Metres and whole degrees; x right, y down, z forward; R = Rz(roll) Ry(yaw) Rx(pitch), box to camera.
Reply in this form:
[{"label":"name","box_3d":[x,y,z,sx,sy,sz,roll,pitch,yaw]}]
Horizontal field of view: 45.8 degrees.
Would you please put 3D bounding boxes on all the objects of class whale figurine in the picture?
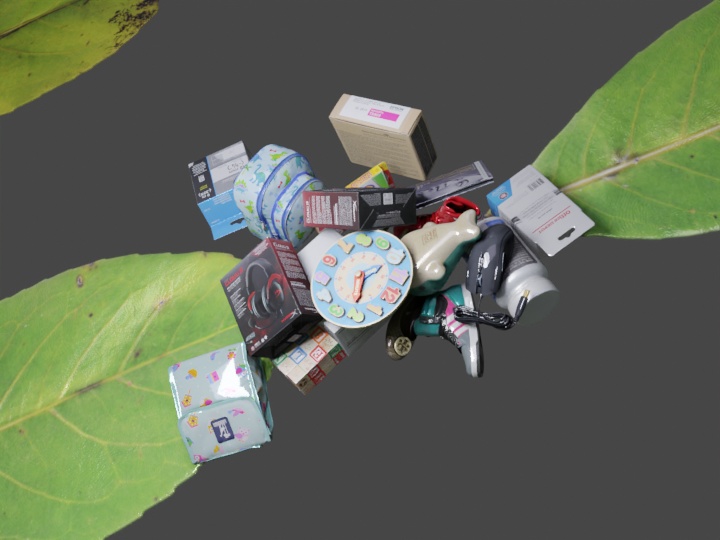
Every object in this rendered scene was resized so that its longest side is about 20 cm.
[{"label":"whale figurine","box_3d":[0.151,-0.029,1.606,0.200,0.104,0.159,-34,34,20]}]

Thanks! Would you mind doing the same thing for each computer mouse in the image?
[{"label":"computer mouse","box_3d":[0.246,0.009,1.536,0.140,0.046,0.200,16,79,38]}]

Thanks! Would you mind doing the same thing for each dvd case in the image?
[{"label":"dvd case","box_3d":[0.172,-0.175,1.777,0.200,0.016,0.149,-19,20,6]}]

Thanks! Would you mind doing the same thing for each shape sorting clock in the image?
[{"label":"shape sorting clock","box_3d":[0.001,0.013,1.559,0.199,0.039,0.201,-8,63,15]}]

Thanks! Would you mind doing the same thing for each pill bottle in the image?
[{"label":"pill bottle","box_3d":[0.284,0.002,1.616,0.114,0.114,0.200,-31,54,-2]}]

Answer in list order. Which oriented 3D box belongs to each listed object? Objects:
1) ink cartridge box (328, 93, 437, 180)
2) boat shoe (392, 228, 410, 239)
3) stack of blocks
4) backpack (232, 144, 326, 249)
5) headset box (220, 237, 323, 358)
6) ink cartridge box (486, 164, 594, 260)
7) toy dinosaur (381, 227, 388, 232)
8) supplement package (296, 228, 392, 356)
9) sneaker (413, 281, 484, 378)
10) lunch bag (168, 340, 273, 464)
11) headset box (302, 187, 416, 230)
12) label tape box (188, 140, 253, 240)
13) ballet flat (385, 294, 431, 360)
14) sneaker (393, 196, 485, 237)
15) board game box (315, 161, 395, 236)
[{"label":"ink cartridge box","box_3d":[0.052,-0.289,1.847,0.200,0.165,0.075,19,67,27]},{"label":"boat shoe","box_3d":[0.096,-0.046,1.720,0.202,0.075,0.075,0,22,18]},{"label":"stack of blocks","box_3d":[-0.139,0.140,1.706,0.115,0.059,0.200,-43,56,-10]},{"label":"backpack","box_3d":[-0.163,-0.159,1.817,0.147,0.200,0.183,26,69,30]},{"label":"headset box","box_3d":[-0.176,0.045,1.642,0.149,0.075,0.200,-39,61,25]},{"label":"ink cartridge box","box_3d":[0.358,-0.104,1.686,0.116,0.068,0.200,-35,54,-5]},{"label":"toy dinosaur","box_3d":[0.000,0.000,1.622,0.088,0.048,0.200,5,59,8]},{"label":"supplement package","box_3d":[-0.041,0.039,1.705,0.156,0.111,0.200,-42,57,-9]},{"label":"sneaker","box_3d":[0.163,0.118,1.603,0.120,0.084,0.200,-12,53,9]},{"label":"lunch bag","box_3d":[-0.264,0.260,1.638,0.170,0.122,0.200,-18,63,5]},{"label":"headset box","box_3d":[-0.010,-0.125,1.678,0.200,0.148,0.075,7,102,50]},{"label":"label tape box","box_3d":[-0.305,-0.188,1.967,0.144,0.063,0.200,-23,54,4]},{"label":"ballet flat","box_3d":[0.104,0.085,1.655,0.046,0.067,0.200,-7,48,46]},{"label":"sneaker","box_3d":[0.154,-0.111,1.730,0.199,0.116,0.079,-5,58,15]},{"label":"board game box","box_3d":[-0.012,-0.145,1.820,0.200,0.096,0.030,-37,54,-6]}]
